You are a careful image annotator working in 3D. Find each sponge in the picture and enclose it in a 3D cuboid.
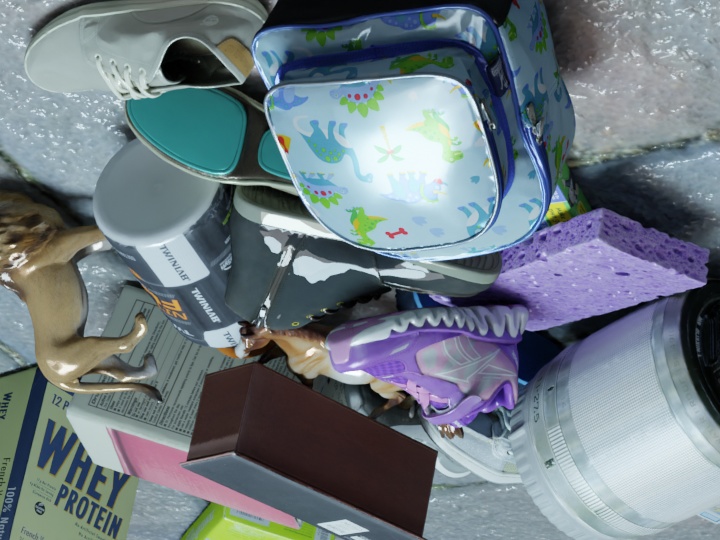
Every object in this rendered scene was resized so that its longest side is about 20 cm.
[{"bbox_3d":[0.153,0.003,1.608,0.111,0.030,0.199,18,158,-32],"label":"sponge"}]

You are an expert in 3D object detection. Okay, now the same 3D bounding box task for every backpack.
[{"bbox_3d":[0.036,-0.095,1.368,0.181,0.148,0.201,-4,134,26],"label":"backpack"}]

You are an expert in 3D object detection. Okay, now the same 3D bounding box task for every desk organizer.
[{"bbox_3d":[-0.036,0.147,1.677,0.199,0.078,0.071,28,152,-33],"label":"desk organizer"}]

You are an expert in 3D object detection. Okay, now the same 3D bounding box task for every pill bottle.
[{"bbox_3d":[-0.118,-0.011,1.638,0.105,0.107,0.200,-2,147,21],"label":"pill bottle"}]

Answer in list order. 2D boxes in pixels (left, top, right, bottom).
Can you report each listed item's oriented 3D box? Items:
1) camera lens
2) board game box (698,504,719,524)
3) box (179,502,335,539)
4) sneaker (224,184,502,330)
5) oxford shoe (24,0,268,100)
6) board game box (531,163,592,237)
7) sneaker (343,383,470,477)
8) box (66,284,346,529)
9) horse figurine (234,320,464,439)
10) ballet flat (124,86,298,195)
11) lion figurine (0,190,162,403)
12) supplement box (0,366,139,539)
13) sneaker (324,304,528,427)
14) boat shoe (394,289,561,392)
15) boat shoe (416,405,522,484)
[{"bbox_3d":[0.233,0.110,1.652,0.159,0.161,0.200,29,138,-28],"label":"camera lens"},{"bbox_3d":[0.274,0.152,1.854,0.199,0.035,0.135,24,147,-21],"label":"board game box"},{"bbox_3d":[-0.113,0.285,2.199,0.121,0.048,0.200,19,148,-13],"label":"box"},{"bbox_3d":[0.000,0.000,1.560,0.198,0.075,0.107,15,125,5],"label":"sneaker"},{"bbox_3d":[-0.153,-0.145,1.471,0.198,0.058,0.075,-6,149,30],"label":"oxford shoe"},{"bbox_3d":[0.072,-0.081,1.533,0.133,0.029,0.200,-4,147,25],"label":"board game box"},{"bbox_3d":[0.079,0.110,1.826,0.115,0.076,0.200,-17,149,30],"label":"sneaker"},{"bbox_3d":[-0.124,0.115,1.796,0.198,0.129,0.109,16,154,16],"label":"box"},{"bbox_3d":[-0.006,0.077,1.667,0.198,0.050,0.133,12,149,-7],"label":"horse figurine"},{"bbox_3d":[-0.072,-0.087,1.524,0.198,0.070,0.070,21,153,15],"label":"ballet flat"},{"bbox_3d":[-0.238,0.026,1.697,0.121,0.202,0.072,-18,174,-9],"label":"lion figurine"},{"bbox_3d":[-0.326,0.219,2.002,0.199,0.202,0.134,-17,141,38],"label":"supplement box"},{"bbox_3d":[0.056,0.072,1.580,0.080,0.089,0.199,-8,175,41],"label":"sneaker"},{"bbox_3d":[0.086,0.066,1.724,0.068,0.085,0.200,-16,138,37],"label":"boat shoe"},{"bbox_3d":[0.137,0.139,1.774,0.201,0.075,0.065,22,111,-24],"label":"boat shoe"}]
